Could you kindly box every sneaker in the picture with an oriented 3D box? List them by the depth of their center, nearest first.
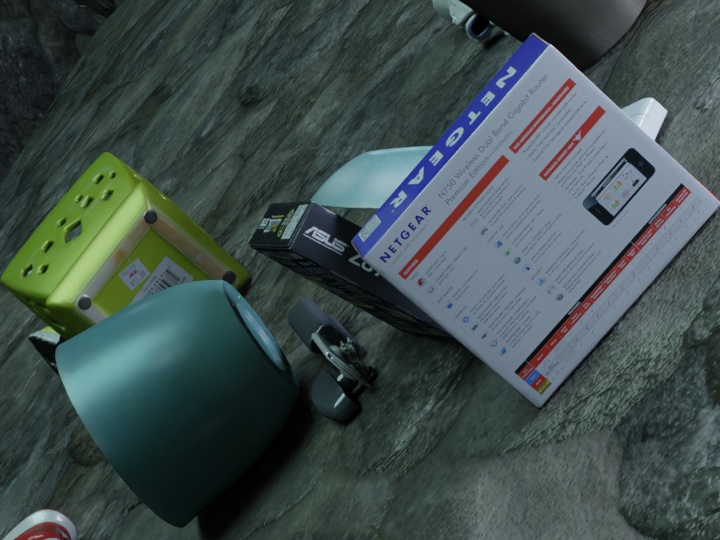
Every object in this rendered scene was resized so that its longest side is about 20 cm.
[{"bbox_3d":[-0.381,0.339,2.025,0.200,0.078,0.116,-46,17,18],"label":"sneaker"},{"bbox_3d":[0.122,-0.284,2.066,0.087,0.074,0.200,-59,19,-11],"label":"sneaker"},{"bbox_3d":[-0.348,0.082,2.473,0.090,0.078,0.200,-48,19,-28],"label":"sneaker"}]

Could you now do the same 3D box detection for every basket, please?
[{"bbox_3d":[0.155,-0.286,1.778,0.180,0.200,0.136,-41,19,22],"label":"basket"}]

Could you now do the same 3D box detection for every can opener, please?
[{"bbox_3d":[-0.034,0.074,1.758,0.067,0.053,0.200,-49,18,5],"label":"can opener"}]

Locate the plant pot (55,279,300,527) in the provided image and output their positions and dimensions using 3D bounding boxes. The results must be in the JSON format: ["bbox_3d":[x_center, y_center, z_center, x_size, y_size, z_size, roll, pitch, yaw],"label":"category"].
[{"bbox_3d":[-0.152,0.105,1.773,0.161,0.201,0.201,-34,20,5],"label":"plant pot"}]

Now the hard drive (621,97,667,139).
[{"bbox_3d":[0.163,-0.040,1.558,0.132,0.027,0.201,-25,31,53],"label":"hard drive"}]

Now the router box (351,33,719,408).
[{"bbox_3d":[0.125,-0.034,1.390,0.200,0.179,0.049,-48,19,5],"label":"router box"}]

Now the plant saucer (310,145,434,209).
[{"bbox_3d":[0.058,-0.077,1.562,0.201,0.200,0.039,-164,70,-70],"label":"plant saucer"}]

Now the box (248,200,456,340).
[{"bbox_3d":[0.000,0.000,1.606,0.049,0.161,0.200,-60,10,-6],"label":"box"}]

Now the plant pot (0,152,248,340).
[{"bbox_3d":[-0.254,0.009,2.195,0.200,0.199,0.181,-52,25,-7],"label":"plant pot"}]
